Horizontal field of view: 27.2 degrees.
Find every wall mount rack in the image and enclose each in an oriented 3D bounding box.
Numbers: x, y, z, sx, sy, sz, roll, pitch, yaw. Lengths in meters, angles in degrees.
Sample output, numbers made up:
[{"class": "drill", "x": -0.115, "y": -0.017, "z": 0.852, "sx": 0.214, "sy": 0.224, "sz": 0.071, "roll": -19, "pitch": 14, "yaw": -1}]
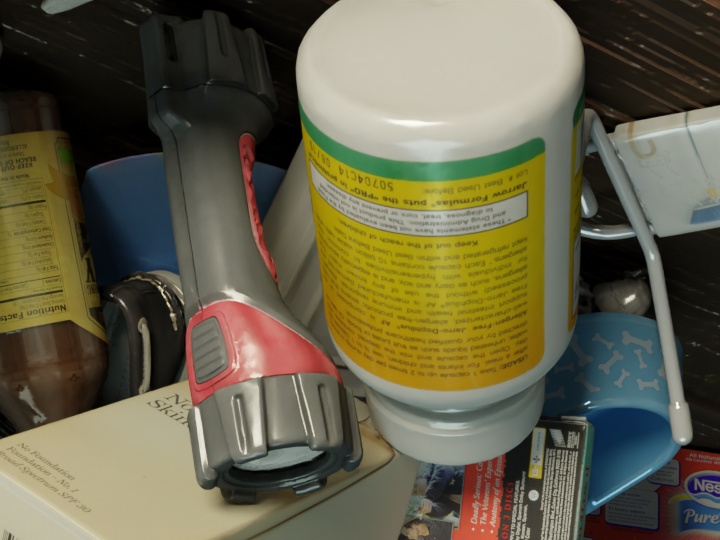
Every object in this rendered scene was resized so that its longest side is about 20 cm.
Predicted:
[{"class": "wall mount rack", "x": 0.179, "y": -0.007, "z": 0.674, "sx": 0.200, "sy": 0.075, "sz": 0.174, "roll": -10, "pitch": 132, "yaw": 28}]

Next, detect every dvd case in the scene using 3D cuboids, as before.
[{"class": "dvd case", "x": 0.011, "y": 0.137, "z": 0.742, "sx": 0.199, "sy": 0.146, "sz": 0.022, "roll": 4, "pitch": 173, "yaw": 21}]

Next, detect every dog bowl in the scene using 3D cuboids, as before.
[{"class": "dog bowl", "x": 0.090, "y": 0.098, "z": 0.798, "sx": 0.111, "sy": 0.050, "sz": 0.200, "roll": 23, "pitch": 131, "yaw": -35}]

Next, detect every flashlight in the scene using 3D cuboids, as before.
[{"class": "flashlight", "x": -0.047, "y": -0.009, "z": 0.616, "sx": 0.068, "sy": 0.200, "sz": 0.068, "roll": -6, "pitch": 154, "yaw": -9}]

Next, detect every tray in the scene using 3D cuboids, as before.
[{"class": "tray", "x": 0.000, "y": 0.000, "z": 0.733, "sx": 0.107, "sy": 0.022, "sz": 0.200, "roll": 12, "pitch": 132, "yaw": -19}]

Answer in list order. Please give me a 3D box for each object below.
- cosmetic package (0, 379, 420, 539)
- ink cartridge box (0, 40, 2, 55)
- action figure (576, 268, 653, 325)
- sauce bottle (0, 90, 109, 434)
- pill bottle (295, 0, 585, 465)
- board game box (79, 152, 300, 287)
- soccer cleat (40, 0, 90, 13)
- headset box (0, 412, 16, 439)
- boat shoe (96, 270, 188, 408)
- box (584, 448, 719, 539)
[{"class": "cosmetic package", "x": -0.070, "y": 0.106, "z": 0.652, "sx": 0.103, "sy": 0.073, "sz": 0.200, "roll": 26, "pitch": -157, "yaw": 27}, {"class": "ink cartridge box", "x": -0.243, "y": -0.048, "z": 0.596, "sx": 0.146, "sy": 0.200, "sz": 0.083, "roll": 5, "pitch": 147, "yaw": 2}, {"class": "action figure", "x": 0.077, "y": 0.042, "z": 0.819, "sx": 0.200, "sy": 0.070, "sz": 0.130, "roll": -28, "pitch": 130, "yaw": 29}, {"class": "sauce bottle", "x": -0.154, "y": 0.019, "z": 0.699, "sx": 0.065, "sy": 0.201, "sz": 0.065, "roll": -10, "pitch": -179, "yaw": 0}, {"class": "pill bottle", "x": 0.037, "y": -0.014, "z": 0.631, "sx": 0.112, "sy": 0.113, "sz": 0.200, "roll": 2, "pitch": 133, "yaw": 9}, {"class": "board game box", "x": -0.076, "y": -0.011, "z": 0.789, "sx": 0.158, "sy": 0.039, "sz": 0.200, "roll": 15, "pitch": 142, "yaw": -12}, {"class": "soccer cleat", "x": -0.146, "y": -0.138, "z": 0.455, "sx": 0.086, "sy": 0.070, "sz": 0.200, "roll": -20, "pitch": 143, "yaw": 40}, {"class": "headset box", "x": -0.279, "y": 0.111, "z": 0.734, "sx": 0.200, "sy": 0.093, "sz": 0.174, "roll": -10, "pitch": -155, "yaw": -41}, {"class": "boat shoe", "x": -0.133, "y": 0.097, "z": 0.762, "sx": 0.074, "sy": 0.200, "sz": 0.060, "roll": 25, "pitch": -165, "yaw": 24}, {"class": "box", "x": 0.209, "y": 0.181, "z": 0.996, "sx": 0.199, "sy": 0.100, "sz": 0.096, "roll": 8, "pitch": 151, "yaw": -2}]
